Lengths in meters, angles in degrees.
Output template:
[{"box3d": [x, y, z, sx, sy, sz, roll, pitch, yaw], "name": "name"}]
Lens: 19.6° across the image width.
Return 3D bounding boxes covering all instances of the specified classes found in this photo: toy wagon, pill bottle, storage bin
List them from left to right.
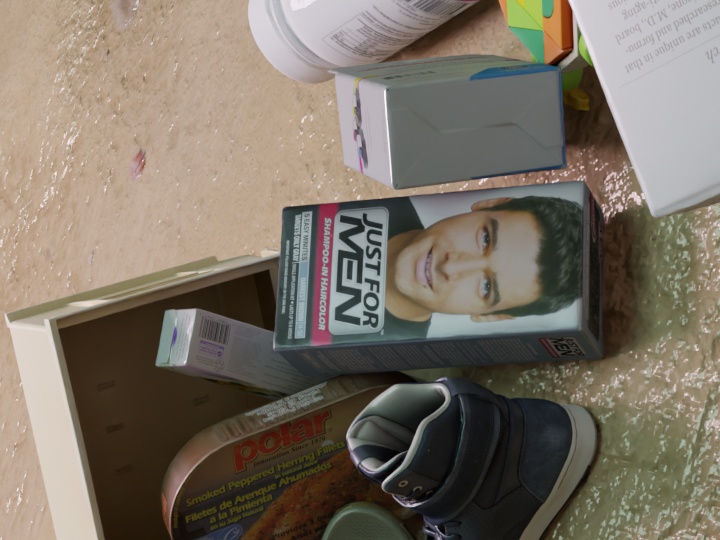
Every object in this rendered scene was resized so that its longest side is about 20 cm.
[{"box3d": [-0.121, 0.103, 1.435, 0.094, 0.198, 0.200, 2, 106, 59], "name": "storage bin"}, {"box3d": [0.011, -0.217, 1.535, 0.200, 0.113, 0.113, -27, 54, 47], "name": "pill bottle"}, {"box3d": [0.121, -0.186, 1.327, 0.155, 0.040, 0.200, -123, 22, -50], "name": "toy wagon"}]

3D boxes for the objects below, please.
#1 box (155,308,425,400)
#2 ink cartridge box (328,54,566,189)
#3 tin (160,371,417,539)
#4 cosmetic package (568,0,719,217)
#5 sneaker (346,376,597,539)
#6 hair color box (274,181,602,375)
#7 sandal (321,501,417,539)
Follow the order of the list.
[{"box3d": [-0.044, 0.069, 1.401, 0.039, 0.200, 0.041, -4, 72, 52], "name": "box"}, {"box3d": [0.052, -0.102, 1.380, 0.200, 0.115, 0.068, -142, 46, -76], "name": "ink cartridge box"}, {"box3d": [-0.035, 0.133, 1.377, 0.042, 0.200, 0.112, -128, 22, -54], "name": "tin"}, {"box3d": [0.223, -0.156, 1.085, 0.166, 0.167, 0.200, -27, 82, 47], "name": "cosmetic package"}, {"box3d": [0.040, 0.157, 1.288, 0.077, 0.146, 0.202, 43, 112, 53], "name": "sneaker"}, {"box3d": [0.050, 0.007, 1.323, 0.200, 0.061, 0.099, -4, 69, 18], "name": "hair color box"}, {"box3d": [-0.006, 0.252, 1.361, 0.054, 0.080, 0.200, -20, -55, -84], "name": "sandal"}]
